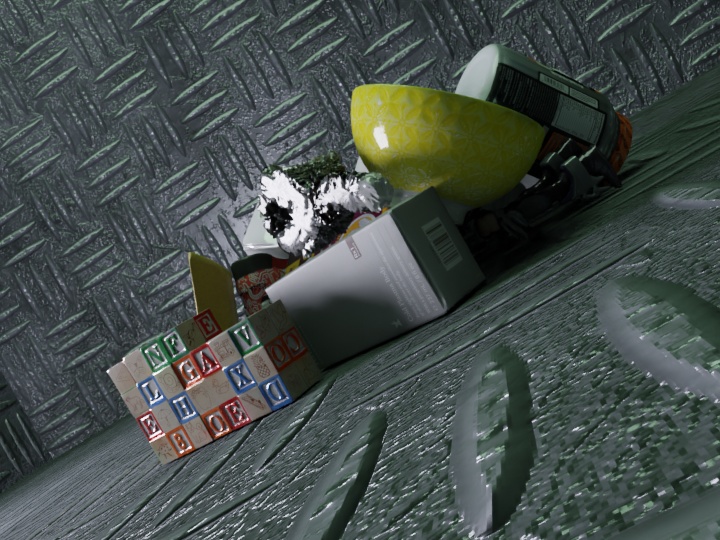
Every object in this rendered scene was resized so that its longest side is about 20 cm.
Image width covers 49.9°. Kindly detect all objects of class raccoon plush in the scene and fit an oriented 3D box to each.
[{"bbox_3d":[-0.010,-0.076,0.805,0.198,0.098,0.134,10,28,40],"label":"raccoon plush"}]

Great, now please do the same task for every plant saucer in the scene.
[{"bbox_3d":[-0.178,0.080,0.992,0.048,0.203,0.200,-9,-2,-9],"label":"plant saucer"}]

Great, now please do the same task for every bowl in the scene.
[{"bbox_3d":[0.078,-0.107,0.783,0.198,0.109,0.200,13,1,0],"label":"bowl"}]

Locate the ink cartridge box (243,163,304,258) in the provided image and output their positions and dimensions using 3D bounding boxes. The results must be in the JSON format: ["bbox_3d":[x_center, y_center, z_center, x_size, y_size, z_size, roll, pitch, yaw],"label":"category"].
[{"bbox_3d":[-0.072,-0.045,1.183,0.084,0.200,0.147,-2,59,36],"label":"ink cartridge box"}]

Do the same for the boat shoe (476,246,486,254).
[{"bbox_3d":[0.068,-0.032,1.009,0.198,0.074,0.063,-6,23,-15],"label":"boat shoe"}]

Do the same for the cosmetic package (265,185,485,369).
[{"bbox_3d":[0.009,0.013,0.757,0.199,0.107,0.090,-32,1,40],"label":"cosmetic package"}]

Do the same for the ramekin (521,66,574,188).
[{"bbox_3d":[0.218,-0.187,1.083,0.200,0.202,0.097,-30,-11,34],"label":"ramekin"}]

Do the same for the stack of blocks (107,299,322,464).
[{"bbox_3d":[-0.148,0.102,0.769,0.199,0.116,0.058,-29,2,32],"label":"stack of blocks"}]

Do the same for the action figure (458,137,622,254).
[{"bbox_3d":[0.175,-0.063,0.839,0.199,0.070,0.130,-35,8,-1],"label":"action figure"}]

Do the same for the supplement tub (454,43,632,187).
[{"bbox_3d":[0.215,-0.176,0.926,0.123,0.198,0.123,-57,21,36],"label":"supplement tub"}]

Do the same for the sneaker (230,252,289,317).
[{"bbox_3d":[-0.092,0.040,1.014,0.067,0.109,0.201,-21,-10,22],"label":"sneaker"}]

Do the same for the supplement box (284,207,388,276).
[{"bbox_3d":[0.000,0.000,0.904,0.199,0.085,0.111,-30,39,38],"label":"supplement box"}]

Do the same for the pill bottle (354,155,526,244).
[{"bbox_3d":[0.098,-0.101,0.944,0.112,0.198,0.113,-161,90,-74],"label":"pill bottle"}]
